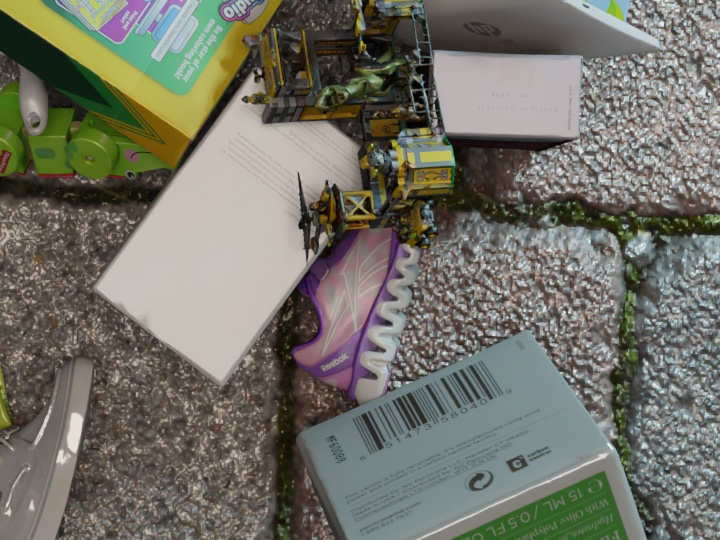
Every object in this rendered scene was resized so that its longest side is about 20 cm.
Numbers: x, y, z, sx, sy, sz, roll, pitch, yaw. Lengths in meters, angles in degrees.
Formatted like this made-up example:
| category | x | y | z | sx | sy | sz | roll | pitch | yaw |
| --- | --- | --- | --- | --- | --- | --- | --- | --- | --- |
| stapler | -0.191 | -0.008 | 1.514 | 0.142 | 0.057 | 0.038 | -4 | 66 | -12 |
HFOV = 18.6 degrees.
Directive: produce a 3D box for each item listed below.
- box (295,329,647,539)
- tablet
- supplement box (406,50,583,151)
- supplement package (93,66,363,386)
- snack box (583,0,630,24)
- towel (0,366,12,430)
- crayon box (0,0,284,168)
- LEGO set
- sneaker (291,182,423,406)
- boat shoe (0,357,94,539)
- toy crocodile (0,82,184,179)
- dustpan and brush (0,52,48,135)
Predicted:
| category | x | y | z | sx | sy | sz | roll | pitch | yaw |
| --- | --- | --- | --- | --- | --- | --- | --- | --- | --- |
| box | 0.087 | 0.187 | 1.581 | 0.198 | 0.200 | 0.172 | -24 | 117 | -4 |
| tablet | 0.103 | -0.172 | 1.583 | 0.130 | 0.199 | 0.014 | 21 | 76 | -38 |
| supplement box | 0.094 | -0.121 | 1.596 | 0.108 | 0.200 | 0.062 | 2 | 90 | -4 |
| supplement package | -0.092 | -0.032 | 1.626 | 0.121 | 0.120 | 0.201 | 37 | 88 | -5 |
| snack box | 0.081 | -0.222 | 1.597 | 0.198 | 0.169 | 0.068 | 15 | 85 | -13 |
| towel | -0.372 | 0.078 | 1.658 | 0.198 | 0.023 | 0.145 | -14 | 91 | -3 |
| crayon box | -0.151 | -0.203 | 1.582 | 0.172 | 0.058 | 0.201 | 34 | 61 | -7 |
| LEGO set | -0.016 | -0.112 | 1.498 | 0.115 | 0.154 | 0.202 | -4 | 80 | -15 |
| sneaker | 0.000 | 0.000 | 1.657 | 0.088 | 0.080 | 0.202 | 16 | 91 | 4 |
| boat shoe | -0.251 | 0.157 | 1.648 | 0.068 | 0.072 | 0.202 | 17 | 99 | -6 |
| toy crocodile | -0.218 | -0.094 | 1.618 | 0.198 | 0.068 | 0.062 | 3 | 133 | 15 |
| dustpan and brush | -0.250 | -0.188 | 1.617 | 0.138 | 0.057 | 0.201 | -15 | 51 | 6 |
